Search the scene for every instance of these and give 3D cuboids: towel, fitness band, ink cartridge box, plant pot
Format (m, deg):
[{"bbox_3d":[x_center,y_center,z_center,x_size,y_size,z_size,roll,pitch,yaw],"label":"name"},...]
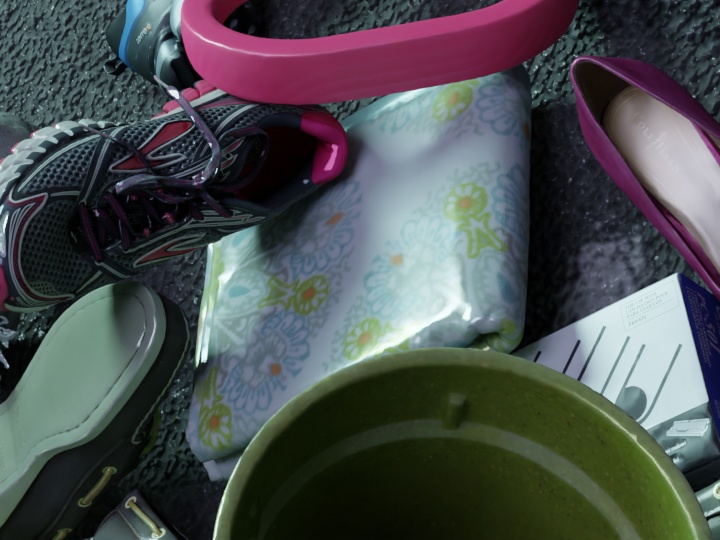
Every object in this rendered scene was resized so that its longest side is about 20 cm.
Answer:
[{"bbox_3d":[0.000,0.000,1.198,0.199,0.048,0.172,-27,44,31],"label":"towel"},{"bbox_3d":[0.009,-0.136,1.215,0.198,0.038,0.144,-11,39,-2],"label":"fitness band"},{"bbox_3d":[0.081,0.087,1.121,0.199,0.044,0.095,-28,55,27],"label":"ink cartridge box"},{"bbox_3d":[0.030,0.166,1.014,0.199,0.185,0.202,5,55,-7],"label":"plant pot"}]

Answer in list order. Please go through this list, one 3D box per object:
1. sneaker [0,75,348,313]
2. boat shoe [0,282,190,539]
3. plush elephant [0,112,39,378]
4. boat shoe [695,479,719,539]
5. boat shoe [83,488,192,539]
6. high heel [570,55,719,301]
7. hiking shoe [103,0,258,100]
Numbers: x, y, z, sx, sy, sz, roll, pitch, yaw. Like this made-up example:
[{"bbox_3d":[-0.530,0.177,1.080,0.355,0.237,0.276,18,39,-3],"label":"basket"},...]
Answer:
[{"bbox_3d":[-0.096,-0.041,1.170,0.199,0.081,0.074,-31,30,-32],"label":"sneaker"},{"bbox_3d":[-0.138,0.075,1.242,0.201,0.060,0.072,-44,44,38],"label":"boat shoe"},{"bbox_3d":[-0.226,-0.026,1.336,0.199,0.165,0.156,11,67,44],"label":"plush elephant"},{"bbox_3d":[0.183,0.095,1.020,0.201,0.072,0.061,-37,58,25],"label":"boat shoe"},{"bbox_3d":[-0.061,0.170,1.178,0.201,0.072,0.061,29,83,36],"label":"boat shoe"},{"bbox_3d":[0.163,-0.021,1.066,0.067,0.096,0.201,-43,51,15],"label":"high heel"},{"bbox_3d":[-0.080,-0.193,1.342,0.086,0.074,0.201,25,88,41],"label":"hiking shoe"}]
